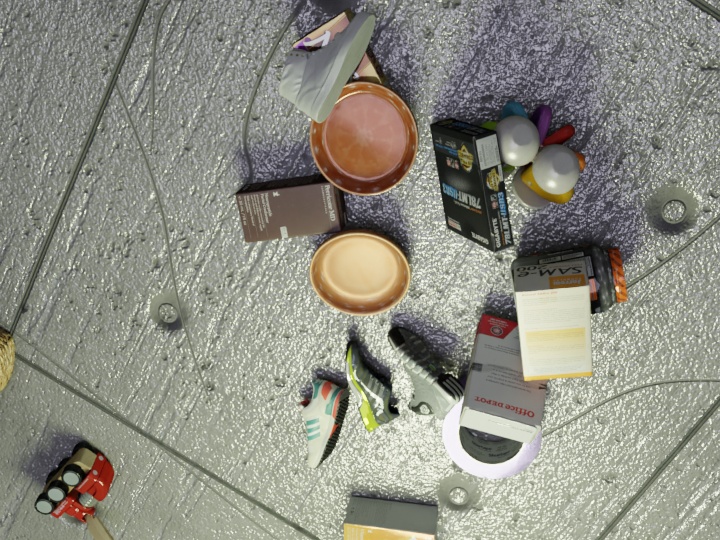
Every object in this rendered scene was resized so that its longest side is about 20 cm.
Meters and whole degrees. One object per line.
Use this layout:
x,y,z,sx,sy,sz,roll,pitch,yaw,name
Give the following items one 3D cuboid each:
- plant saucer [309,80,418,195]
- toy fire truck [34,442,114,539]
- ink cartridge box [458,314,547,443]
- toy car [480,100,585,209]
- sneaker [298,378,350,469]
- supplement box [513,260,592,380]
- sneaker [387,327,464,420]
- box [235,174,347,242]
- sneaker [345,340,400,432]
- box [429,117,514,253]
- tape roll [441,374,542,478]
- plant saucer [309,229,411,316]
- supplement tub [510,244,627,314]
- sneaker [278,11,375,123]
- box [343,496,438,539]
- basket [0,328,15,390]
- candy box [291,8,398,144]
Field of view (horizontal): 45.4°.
0.007,-0.235,1.529,0.195,0.032,0.205,4,112,9,plant saucer
-0.616,0.526,1.957,0.199,0.129,0.176,39,112,-18,toy fire truck
0.272,0.202,1.607,0.141,0.203,0.084,14,147,5,ink cartridge box
0.300,-0.212,1.487,0.198,0.175,0.152,33,79,-3,toy car
-0.089,0.316,1.805,0.092,0.070,0.203,27,116,19,sneaker
0.336,0.089,1.495,0.123,0.074,0.203,-5,125,10,supplement box
0.105,0.215,1.693,0.200,0.074,0.117,46,128,24,sneaker
-0.130,-0.119,1.636,0.195,0.075,0.102,-7,109,11,box
0.021,0.227,1.748,0.079,0.074,0.203,-17,113,7,sneaker
0.191,-0.152,1.497,0.049,0.200,0.203,-15,110,-13,box
0.262,0.306,1.717,0.195,0.085,0.205,3,111,9,tape roll
0.000,0.000,1.650,0.195,0.038,0.203,2,129,2,plant saucer
0.378,0.024,1.566,0.195,0.123,0.125,-10,109,14,supplement tub
-0.065,-0.369,1.467,0.115,0.074,0.202,33,95,18,sneaker
0.066,0.577,1.849,0.195,0.098,0.127,4,111,9,box
-0.851,0.227,1.863,0.141,0.149,0.202,29,112,-1,basket
-0.023,-0.346,1.537,0.115,0.057,0.202,-25,106,19,candy box
